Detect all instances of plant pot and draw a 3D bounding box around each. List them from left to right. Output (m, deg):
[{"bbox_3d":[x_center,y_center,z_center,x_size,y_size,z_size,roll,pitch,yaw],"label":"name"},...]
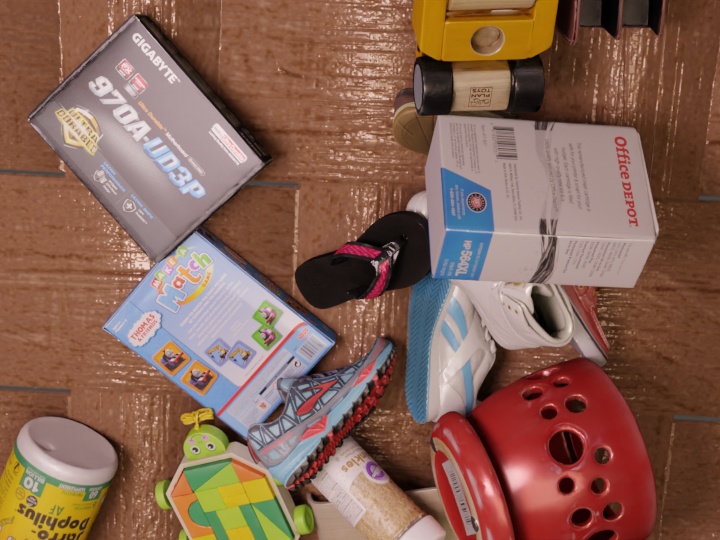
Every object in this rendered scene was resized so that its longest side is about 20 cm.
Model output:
[{"bbox_3d":[0.178,0.209,1.443,0.182,0.200,0.201,-17,108,-11],"label":"plant pot"}]

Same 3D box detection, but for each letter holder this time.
[{"bbox_3d":[0.241,-0.318,1.319,0.100,0.142,0.200,1,108,2],"label":"letter holder"}]

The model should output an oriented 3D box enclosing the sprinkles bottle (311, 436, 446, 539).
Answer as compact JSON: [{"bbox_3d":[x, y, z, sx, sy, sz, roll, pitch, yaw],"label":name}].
[{"bbox_3d":[-0.001,0.233,1.503,0.200,0.068,0.068,44,106,17],"label":"sprinkles bottle"}]

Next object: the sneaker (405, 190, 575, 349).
[{"bbox_3d":[0.136,-0.004,1.392,0.074,0.116,0.200,-46,106,-18],"label":"sneaker"}]

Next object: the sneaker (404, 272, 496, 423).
[{"bbox_3d":[0.099,0.062,1.491,0.081,0.077,0.200,0,105,-23],"label":"sneaker"}]

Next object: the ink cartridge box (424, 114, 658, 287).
[{"bbox_3d":[0.168,-0.065,1.346,0.200,0.146,0.084,4,142,-6],"label":"ink cartridge box"}]

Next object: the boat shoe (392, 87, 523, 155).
[{"bbox_3d":[0.127,-0.142,1.418,0.200,0.065,0.073,16,136,-20],"label":"boat shoe"}]

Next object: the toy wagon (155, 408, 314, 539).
[{"bbox_3d":[-0.148,0.243,1.546,0.155,0.040,0.200,-15,115,18],"label":"toy wagon"}]

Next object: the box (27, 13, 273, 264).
[{"bbox_3d":[-0.212,-0.132,1.427,0.159,0.046,0.200,-40,92,13],"label":"box"}]

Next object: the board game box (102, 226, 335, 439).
[{"bbox_3d":[-0.150,0.065,1.511,0.200,0.037,0.151,39,104,-11],"label":"board game box"}]

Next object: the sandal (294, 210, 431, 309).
[{"bbox_3d":[0.000,0.000,1.431,0.200,0.045,0.075,-25,97,42],"label":"sandal"}]

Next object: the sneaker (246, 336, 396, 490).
[{"bbox_3d":[-0.041,0.129,1.474,0.095,0.200,0.079,35,150,15],"label":"sneaker"}]

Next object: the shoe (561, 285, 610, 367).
[{"bbox_3d":[0.230,0.007,1.463,0.091,0.071,0.200,-35,114,-1],"label":"shoe"}]

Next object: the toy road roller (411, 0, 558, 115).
[{"bbox_3d":[0.105,-0.247,1.326,0.123,0.146,0.200,-3,134,-8],"label":"toy road roller"}]

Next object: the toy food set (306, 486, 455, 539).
[{"bbox_3d":[0.050,0.300,1.578,0.200,0.060,0.144,-10,108,14],"label":"toy food set"}]

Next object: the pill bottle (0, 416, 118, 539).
[{"bbox_3d":[-0.351,0.271,1.545,0.113,0.113,0.200,24,107,-6],"label":"pill bottle"}]
